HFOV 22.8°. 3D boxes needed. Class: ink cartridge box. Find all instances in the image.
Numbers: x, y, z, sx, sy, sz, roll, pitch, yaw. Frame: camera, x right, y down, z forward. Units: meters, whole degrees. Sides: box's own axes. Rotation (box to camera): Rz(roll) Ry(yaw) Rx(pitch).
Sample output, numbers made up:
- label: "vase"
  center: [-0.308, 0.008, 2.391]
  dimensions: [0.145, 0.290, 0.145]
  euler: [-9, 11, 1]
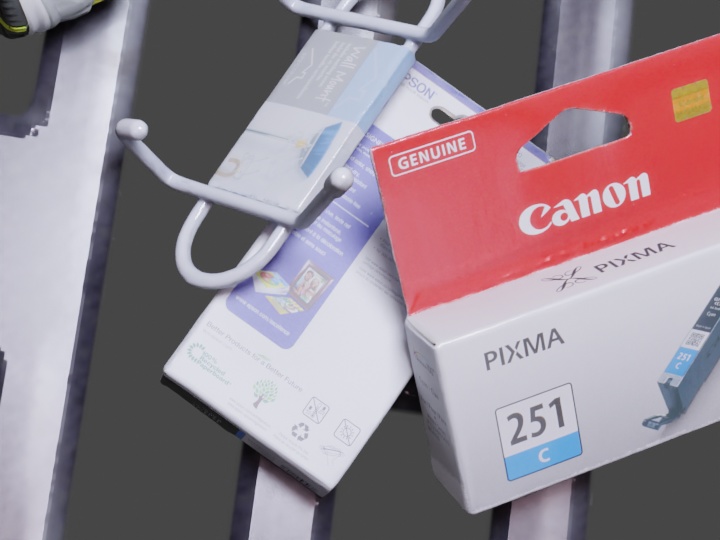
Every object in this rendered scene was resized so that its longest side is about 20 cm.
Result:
- label: "ink cartridge box"
  center: [0.000, 0.000, 0.864]
  dimensions: [0.099, 0.039, 0.200]
  euler: [36, 75, 0]
- label: "ink cartridge box"
  center: [0.117, 0.000, 0.835]
  dimensions: [0.200, 0.045, 0.176]
  euler: [-19, 115, -14]

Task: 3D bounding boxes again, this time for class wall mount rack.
- label: "wall mount rack"
  center: [-0.018, -0.083, 0.820]
  dimensions: [0.200, 0.174, 0.075]
  euler: [-57, 134, -16]

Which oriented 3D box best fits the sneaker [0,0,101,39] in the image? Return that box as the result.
- label: "sneaker"
  center: [-0.171, -0.214, 0.874]
  dimensions: [0.076, 0.075, 0.200]
  euler: [-17, 91, -20]
